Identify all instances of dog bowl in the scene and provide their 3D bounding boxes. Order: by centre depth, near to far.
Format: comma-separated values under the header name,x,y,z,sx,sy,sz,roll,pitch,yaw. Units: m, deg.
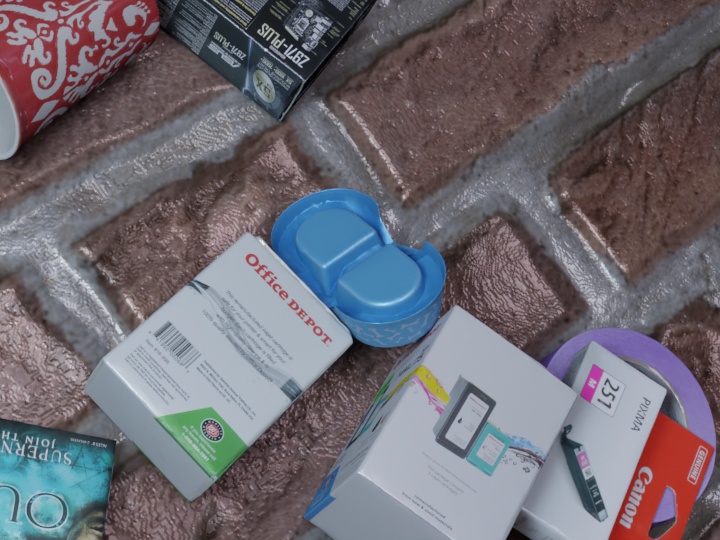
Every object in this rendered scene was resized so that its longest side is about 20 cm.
name,x,y,z,sx,sy,sz,roll,pitch,yaw
dog bowl,0.000,0.000,1.496,0.111,0.050,0.200,-35,49,-19

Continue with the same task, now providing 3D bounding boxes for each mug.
name,x,y,z,sx,sy,sz,roll,pitch,yaw
mug,-0.306,-0.227,1.475,0.178,0.133,0.200,49,55,1

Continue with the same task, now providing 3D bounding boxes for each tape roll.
name,x,y,z,sx,sy,sz,roll,pitch,yaw
tape roll,0.253,0.161,1.577,0.199,0.066,0.201,10,63,-19

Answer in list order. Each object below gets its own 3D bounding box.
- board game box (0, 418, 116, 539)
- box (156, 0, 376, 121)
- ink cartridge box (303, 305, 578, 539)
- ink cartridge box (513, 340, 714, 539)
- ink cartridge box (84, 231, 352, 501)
name,x,y,z,sx,sy,sz,roll,pitch,yaw
board game box,-0.313,0.192,1.338,0.199,0.028,0.136,13,62,-18
box,-0.104,-0.282,1.610,0.200,0.086,0.164,38,58,-3
ink cartridge box,0.074,0.169,1.448,0.146,0.147,0.200,36,57,-4
ink cartridge box,0.246,0.194,1.497,0.173,0.044,0.201,33,59,-5
ink cartridge box,-0.126,0.085,1.435,0.147,0.083,0.200,47,58,2
